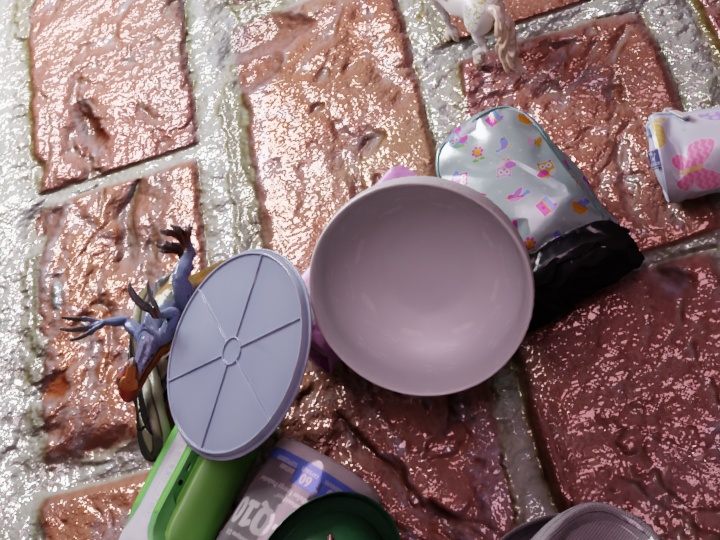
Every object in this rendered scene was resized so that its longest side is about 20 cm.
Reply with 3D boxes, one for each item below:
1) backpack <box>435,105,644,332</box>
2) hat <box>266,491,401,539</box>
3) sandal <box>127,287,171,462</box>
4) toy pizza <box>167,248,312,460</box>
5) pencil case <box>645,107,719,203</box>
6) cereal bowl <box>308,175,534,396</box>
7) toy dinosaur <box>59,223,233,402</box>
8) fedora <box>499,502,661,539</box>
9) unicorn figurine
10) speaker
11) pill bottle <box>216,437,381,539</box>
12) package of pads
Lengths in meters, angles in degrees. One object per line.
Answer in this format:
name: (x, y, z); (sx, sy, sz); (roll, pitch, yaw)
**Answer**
backpack: (0.159, -0.060, 1.125); (0.167, 0.127, 0.200); (-28, 61, 2)
hat: (0.009, 0.293, 0.928); (0.176, 0.166, 0.200); (8, 60, 55)
sandal: (-0.211, 0.110, 1.213); (0.057, 0.080, 0.201); (-3, 54, -19)
toy pizza: (-0.109, 0.078, 1.077); (0.200, 0.032, 0.201); (-19, 61, 40)
pencil case: (0.376, -0.128, 1.111); (0.200, 0.083, 0.091); (-12, 81, 13)
cereal bowl: (0.058, 0.007, 1.044); (0.200, 0.201, 0.083); (-13, 16, 13)
toy dinosaur: (-0.191, 0.048, 1.165); (0.105, 0.200, 0.182); (-30, 54, 57)
fedora: (0.177, 0.261, 0.925); (0.200, 0.090, 0.177); (-31, 55, -30)
unicorn figurine: (0.101, -0.297, 1.275); (0.200, 0.137, 0.074); (25, 73, 30)
speaker: (-0.161, 0.209, 1.121); (0.088, 0.088, 0.200); (17, 69, 27)
pill bottle: (-0.077, 0.263, 1.044); (0.114, 0.114, 0.200); (23, 72, 29)
package of pads: (0.000, 0.000, 1.156); (0.076, 0.121, 0.200); (35, 78, 11)
